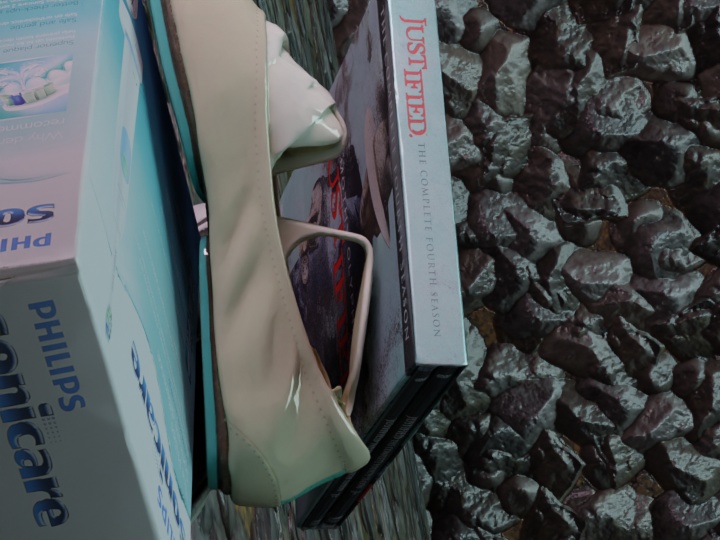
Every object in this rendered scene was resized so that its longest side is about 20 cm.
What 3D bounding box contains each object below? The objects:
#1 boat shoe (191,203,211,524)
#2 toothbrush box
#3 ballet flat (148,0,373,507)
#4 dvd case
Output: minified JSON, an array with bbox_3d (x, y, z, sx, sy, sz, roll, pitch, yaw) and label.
[{"bbox_3d":[-0.063,0.042,0.846,0.071,0.064,0.200,62,34,-30],"label":"boat shoe"},{"bbox_3d":[-0.105,-0.001,0.691,0.200,0.085,0.147,-95,175,-51],"label":"toothbrush box"},{"bbox_3d":[-0.030,-0.022,0.739,0.069,0.069,0.201,5,78,-85],"label":"ballet flat"},{"bbox_3d":[0.000,0.000,0.806,0.200,0.022,0.146,123,-34,-65],"label":"dvd case"}]
